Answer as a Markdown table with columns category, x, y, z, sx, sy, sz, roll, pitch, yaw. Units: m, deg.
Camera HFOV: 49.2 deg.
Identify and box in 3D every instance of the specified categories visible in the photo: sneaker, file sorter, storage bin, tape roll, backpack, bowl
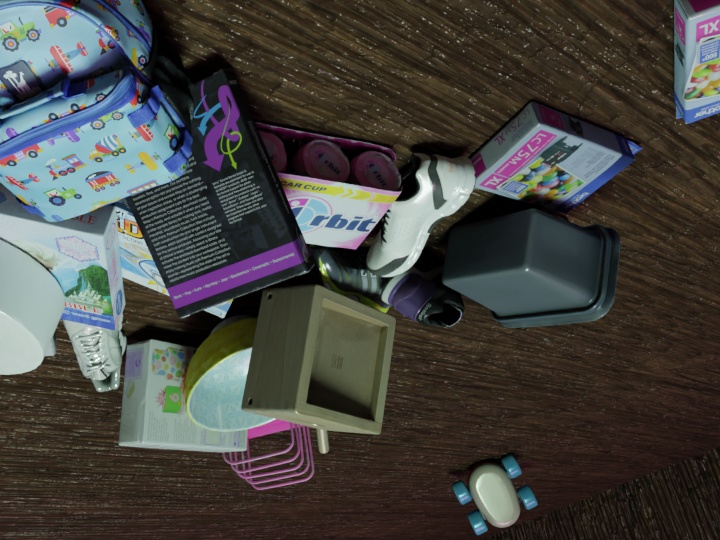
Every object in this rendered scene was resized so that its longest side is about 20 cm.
| category | x | y | z | sx | sy | sz | roll | pitch | yaw |
| --- | --- | --- | --- | --- | --- | --- | --- | --- | --- |
| sneaker | 0.107 | 0.047 | 1.077 | 0.200 | 0.088 | 0.076 | -2 | 128 | -59 |
| file sorter | -0.170 | 0.315 | 1.453 | 0.139 | 0.126 | 0.200 | -13 | 151 | 2 |
| storage bin | 0.209 | -0.017 | 1.011 | 0.134 | 0.146 | 0.200 | 22 | 162 | -31 |
| sneaker | 0.051 | -0.069 | 0.939 | 0.080 | 0.074 | 0.200 | 11 | 134 | -28 |
| sneaker | 0.000 | 0.000 | 1.045 | 0.081 | 0.074 | 0.200 | -36 | 149 | 14 |
| sneaker | -0.352 | 0.095 | 1.051 | 0.075 | 0.081 | 0.200 | -6 | 149 | -7 |
| tape roll | -0.419 | 0.032 | 0.819 | 0.202 | 0.071 | 0.203 | 8 | 147 | 5 |
| backpack | -0.241 | -0.154 | 0.608 | 0.182 | 0.135 | 0.200 | -16 | 148 | 5 |
| bowl | -0.166 | 0.129 | 1.133 | 0.200 | 0.108 | 0.200 | -18 | 142 | -15 |

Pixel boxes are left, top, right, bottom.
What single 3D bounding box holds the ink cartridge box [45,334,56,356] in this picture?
| category | x | y | z | sx | sy | sz | roll | pitch | yaw |
| --- | --- | --- | --- | --- | --- | --- | --- | --- | --- |
| ink cartridge box | -0.489 | 0.060 | 0.970 | 0.199 | 0.057 | 0.163 | -7 | 151 | -18 |

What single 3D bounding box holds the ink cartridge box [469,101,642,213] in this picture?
| category | x | y | z | sx | sy | sz | roll | pitch | yaw |
| --- | --- | --- | --- | --- | --- | --- | --- | --- | --- |
| ink cartridge box | 0.236 | -0.126 | 0.936 | 0.200 | 0.042 | 0.119 | 8 | 145 | -35 |

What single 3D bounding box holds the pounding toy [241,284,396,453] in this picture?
| category | x | y | z | sx | sy | sz | roll | pitch | yaw |
| --- | --- | --- | --- | --- | --- | --- | --- | --- | --- |
| pounding toy | -0.052 | 0.138 | 1.029 | 0.142 | 0.185 | 0.200 | -6 | 158 | 42 |

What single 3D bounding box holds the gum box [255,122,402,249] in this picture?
| category | x | y | z | sx | sy | sz | roll | pitch | yaw |
| --- | --- | --- | --- | --- | --- | --- | --- | --- | --- |
| gum box | -0.062 | -0.088 | 0.854 | 0.200 | 0.066 | 0.114 | 6 | 147 | -29 |

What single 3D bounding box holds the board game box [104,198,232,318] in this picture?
| category | x | y | z | sx | sy | sz | roll | pitch | yaw |
| --- | --- | --- | --- | --- | --- | --- | --- | --- | --- |
| board game box | -0.220 | -0.027 | 0.845 | 0.200 | 0.035 | 0.135 | 23 | 146 | -9 |

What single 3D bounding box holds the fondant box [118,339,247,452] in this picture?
| category | x | y | z | sx | sy | sz | roll | pitch | yaw |
| --- | --- | --- | --- | --- | --- | --- | --- | --- | --- |
| fondant box | -0.254 | 0.191 | 1.167 | 0.058 | 0.145 | 0.200 | -12 | 160 | 34 |

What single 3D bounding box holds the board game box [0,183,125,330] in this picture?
| category | x | y | z | sx | sy | sz | roll | pitch | yaw |
| --- | --- | --- | --- | --- | --- | --- | --- | --- | --- |
| board game box | -0.357 | -0.018 | 0.831 | 0.199 | 0.041 | 0.200 | 12 | 146 | -5 |

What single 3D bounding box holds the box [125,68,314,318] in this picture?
| category | x | y | z | sx | sy | sz | roll | pitch | yaw |
| --- | --- | --- | --- | --- | --- | --- | --- | --- | --- |
| box | -0.147 | -0.070 | 0.747 | 0.143 | 0.200 | 0.036 | -19 | -168 | 16 |

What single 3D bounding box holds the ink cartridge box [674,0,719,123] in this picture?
| category | x | y | z | sx | sy | sz | roll | pitch | yaw |
| --- | --- | --- | --- | --- | --- | --- | --- | --- | --- |
| ink cartridge box | 0.388 | -0.223 | 0.808 | 0.119 | 0.042 | 0.200 | -19 | 151 | 12 |

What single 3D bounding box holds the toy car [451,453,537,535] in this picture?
| category | x | y | z | sx | sy | sz | roll | pitch | yaw |
| --- | --- | --- | --- | --- | --- | --- | --- | --- | --- |
| toy car | 0.357 | 0.597 | 2.158 | 0.184 | 0.177 | 0.200 | -28 | 178 | 0 |
